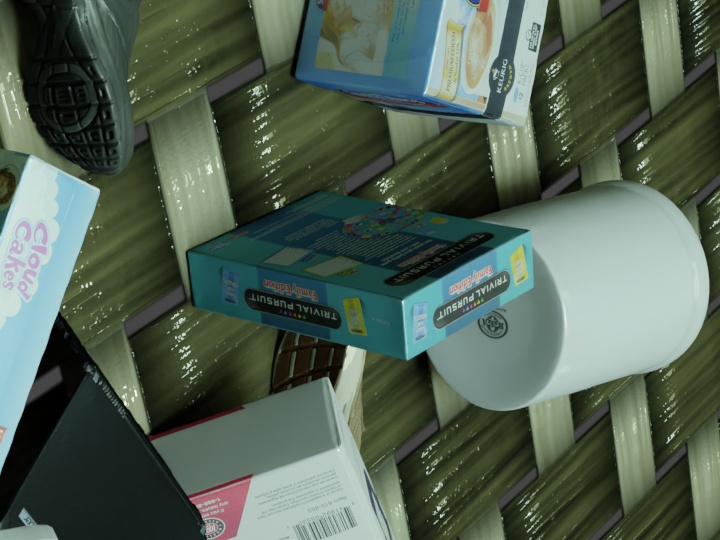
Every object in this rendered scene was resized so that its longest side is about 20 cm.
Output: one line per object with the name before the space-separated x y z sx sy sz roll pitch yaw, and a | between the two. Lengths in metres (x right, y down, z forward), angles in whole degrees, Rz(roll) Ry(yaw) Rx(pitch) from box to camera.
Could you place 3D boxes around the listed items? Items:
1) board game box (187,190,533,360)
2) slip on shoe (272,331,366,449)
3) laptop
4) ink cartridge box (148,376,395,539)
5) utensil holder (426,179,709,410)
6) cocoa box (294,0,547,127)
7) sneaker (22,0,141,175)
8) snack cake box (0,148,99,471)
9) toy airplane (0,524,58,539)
board game box | 0.000 0.000 1.485 0.151 0.199 0.047 -27 120 -45
slip on shoe | -0.025 0.111 1.583 0.060 0.076 0.202 0 102 -46
laptop | -0.183 0.131 1.336 0.103 0.200 0.178 -35 131 -8
ink cartridge box | -0.055 0.195 1.505 0.085 0.144 0.201 -103 173 -54
utensil holder | 0.167 0.022 1.733 0.199 0.169 0.171 -15 111 -47
cocoa box | 0.054 -0.221 1.548 0.131 0.133 0.202 11 90 -51
sneaker | -0.171 -0.159 1.333 0.091 0.076 0.201 -39 130 -47
snack cake box | -0.248 0.026 1.246 0.067 0.114 0.201 28 77 -51
toy airplane | -0.244 0.204 1.165 0.199 0.141 0.200 -45 128 -10
